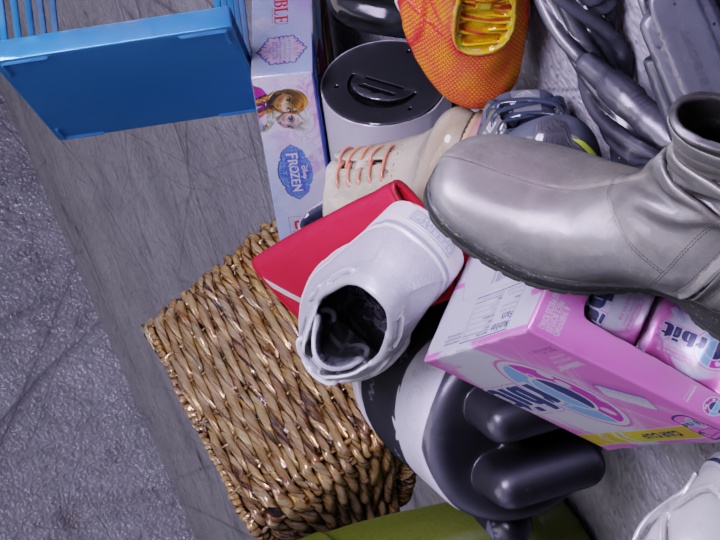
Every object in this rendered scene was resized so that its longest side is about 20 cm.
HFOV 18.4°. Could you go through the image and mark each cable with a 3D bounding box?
[{"bbox_3d":[0.122,-0.121,1.004,0.201,0.051,0.163,64,171,-6],"label":"cable"}]

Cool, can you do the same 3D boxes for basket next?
[{"bbox_3d":[-0.030,0.082,1.554,0.143,0.149,0.200,31,-156,-56],"label":"basket"}]

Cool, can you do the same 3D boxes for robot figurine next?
[{"bbox_3d":[0.073,0.073,1.322,0.124,0.151,0.200,27,-176,-26],"label":"robot figurine"}]

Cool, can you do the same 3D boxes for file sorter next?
[{"bbox_3d":[-0.143,-0.168,1.357,0.200,0.138,0.123,70,-169,-81],"label":"file sorter"}]

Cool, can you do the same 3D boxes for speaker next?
[{"bbox_3d":[0.024,-0.046,1.400,0.081,0.081,0.200,54,161,42],"label":"speaker"}]

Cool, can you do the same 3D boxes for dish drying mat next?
[{"bbox_3d":[0.000,0.000,1.281,0.077,0.018,0.200,48,155,-9],"label":"dish drying mat"}]

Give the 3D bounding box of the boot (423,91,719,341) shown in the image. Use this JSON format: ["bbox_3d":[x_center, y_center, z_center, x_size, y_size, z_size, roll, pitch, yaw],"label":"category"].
[{"bbox_3d":[0.126,-0.037,0.922,0.199,0.068,0.131,20,152,9],"label":"boot"}]

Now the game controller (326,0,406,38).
[{"bbox_3d":[0.022,-0.196,1.167,0.104,0.042,0.200,20,144,20],"label":"game controller"}]

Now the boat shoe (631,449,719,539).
[{"bbox_3d":[0.168,0.158,1.166,0.075,0.086,0.202,61,165,22],"label":"boat shoe"}]

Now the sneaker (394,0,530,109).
[{"bbox_3d":[0.053,-0.148,1.118,0.200,0.073,0.077,83,179,-50],"label":"sneaker"}]

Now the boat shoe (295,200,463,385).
[{"bbox_3d":[-0.003,0.029,1.228,0.072,0.069,0.200,46,154,-3],"label":"boat shoe"}]

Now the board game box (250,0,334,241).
[{"bbox_3d":[-0.039,-0.115,1.453,0.200,0.041,0.200,82,-176,-45],"label":"board game box"}]

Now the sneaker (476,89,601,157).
[{"bbox_3d":[0.084,-0.057,1.143,0.200,0.074,0.081,108,158,-81],"label":"sneaker"}]

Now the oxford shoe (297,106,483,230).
[{"bbox_3d":[0.015,-0.044,1.279,0.074,0.071,0.200,32,147,-4],"label":"oxford shoe"}]

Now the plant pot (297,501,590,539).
[{"bbox_3d":[0.062,0.236,1.463,0.201,0.192,0.201,60,164,30],"label":"plant pot"}]

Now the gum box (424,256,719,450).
[{"bbox_3d":[0.117,0.032,1.084,0.113,0.066,0.200,26,169,-9],"label":"gum box"}]
